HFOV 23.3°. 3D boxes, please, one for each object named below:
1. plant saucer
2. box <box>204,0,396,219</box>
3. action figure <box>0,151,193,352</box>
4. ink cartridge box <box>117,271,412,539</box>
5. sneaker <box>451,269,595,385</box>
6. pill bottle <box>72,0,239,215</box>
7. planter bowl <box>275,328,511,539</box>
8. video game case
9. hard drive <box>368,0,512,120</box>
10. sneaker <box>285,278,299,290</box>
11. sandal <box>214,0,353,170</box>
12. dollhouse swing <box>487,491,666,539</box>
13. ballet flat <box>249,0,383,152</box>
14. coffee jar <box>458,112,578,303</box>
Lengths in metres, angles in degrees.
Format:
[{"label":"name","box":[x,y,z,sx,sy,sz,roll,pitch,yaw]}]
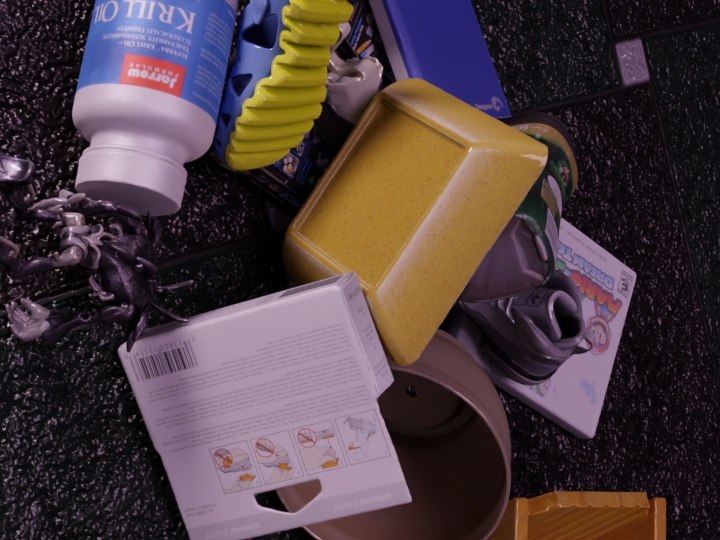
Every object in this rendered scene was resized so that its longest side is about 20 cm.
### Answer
[{"label":"plant saucer","box":[0.026,-0.052,1.374,0.048,0.200,0.201,32,92,-39]},{"label":"box","box":[-0.026,-0.141,1.509,0.198,0.050,0.201,34,64,-32]},{"label":"action figure","box":[-0.217,-0.011,1.294,0.200,0.102,0.120,35,56,-43]},{"label":"ink cartridge box","box":[-0.068,0.110,1.344,0.175,0.199,0.044,70,23,-10]},{"label":"sneaker","box":[0.122,0.015,1.551,0.200,0.115,0.075,45,63,-8]},{"label":"pill bottle","box":[-0.160,-0.150,1.351,0.112,0.112,0.201,20,71,-37]},{"label":"planter bowl","box":[0.034,0.126,1.451,0.201,0.199,0.135,56,26,-20]},{"label":"video game case","box":[0.176,0.038,1.677,0.200,0.024,0.183,33,64,-32]},{"label":"hard drive","box":[0.060,-0.222,1.555,0.132,0.025,0.201,-9,78,-52]},{"label":"sneaker","box":[0.000,0.000,1.452,0.074,0.082,0.201,23,97,-30]},{"label":"sandal","box":[-0.067,-0.173,1.374,0.079,0.087,0.201,3,119,-48]},{"label":"dollhouse swing","box":[0.175,0.311,1.556,0.199,0.182,0.177,8,59,-40]},{"label":"ballet flat","box":[-0.028,-0.173,1.437,0.068,0.068,0.200,-48,115,-33]},{"label":"coffee jar","box":[0.127,-0.059,1.502,0.200,0.104,0.086,-67,139,-57]}]
